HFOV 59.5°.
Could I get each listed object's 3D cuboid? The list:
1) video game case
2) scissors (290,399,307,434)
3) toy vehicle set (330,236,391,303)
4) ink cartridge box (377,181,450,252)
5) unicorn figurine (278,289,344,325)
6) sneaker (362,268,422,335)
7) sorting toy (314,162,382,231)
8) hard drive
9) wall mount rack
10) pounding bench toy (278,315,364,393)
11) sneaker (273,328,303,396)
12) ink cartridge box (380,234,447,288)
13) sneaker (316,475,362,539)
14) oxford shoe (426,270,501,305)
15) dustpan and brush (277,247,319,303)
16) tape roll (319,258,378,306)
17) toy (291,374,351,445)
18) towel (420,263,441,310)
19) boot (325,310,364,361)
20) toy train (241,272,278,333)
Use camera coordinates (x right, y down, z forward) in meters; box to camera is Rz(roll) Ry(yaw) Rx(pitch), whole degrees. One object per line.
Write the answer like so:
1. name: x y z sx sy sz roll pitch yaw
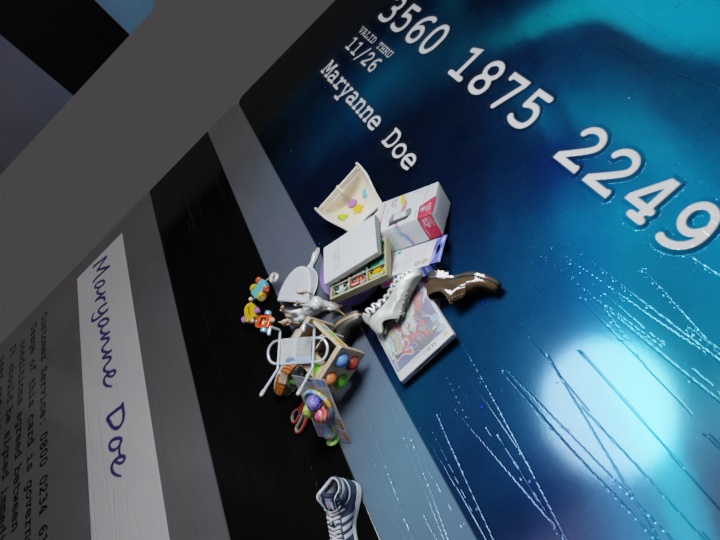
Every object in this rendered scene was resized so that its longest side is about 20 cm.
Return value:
1. video game case: 0.133 0.155 1.609 0.182 0.023 0.202 -43 42 12
2. scissors: -0.137 0.342 1.705 0.073 0.014 0.204 37 101 54
3. toy vehicle set: 0.000 0.000 1.751 0.196 0.026 0.127 -25 48 30
4. ink cartridge box: 0.143 -0.146 1.774 0.195 0.086 0.150 -16 37 30
5. unicorn figurine: -0.145 0.112 1.842 0.198 0.135 0.076 -24 55 44
6. sneaker: 0.095 0.082 1.631 0.201 0.075 0.081 -48 56 10
7. sorting toy: -0.014 -0.197 1.962 0.200 0.107 0.180 -46 50 3
8. hard drive: -0.025 -0.055 1.764 0.197 0.026 0.135 -31 45 30
9. wall mount rack: -0.176 0.224 1.561 0.195 0.074 0.180 -8 71 31
10. pounding bench toy: -0.108 0.255 1.631 0.155 0.123 0.203 37 97 33
11. sneaker: -0.195 0.262 1.817 0.205 0.074 0.092 -65 17 -5
12. ink cartridge box: 0.147 -0.024 1.712 0.196 0.042 0.121 -20 30 33
13. sneaker: -0.054 0.573 1.433 0.069 0.108 0.205 -14 53 32
14. oxford shoe: 0.255 0.051 1.566 0.195 0.073 0.087 -2 62 33
15. dustpan and brush: -0.173 0.013 1.983 0.137 0.057 0.206 2 69 39
16. tape roll: -0.025 -0.001 1.849 0.196 0.066 0.205 -22 49 26
17. toy: -0.105 0.357 1.565 0.113 0.204 0.047 0 34 37
18. towel: 0.149 0.086 1.671 0.141 0.023 0.205 -18 51 31
19. boot: -0.046 0.219 1.715 0.200 0.076 0.141 -44 44 25
20. toy train: -0.306 0.113 2.018 0.147 0.055 0.206 -11 58 33
